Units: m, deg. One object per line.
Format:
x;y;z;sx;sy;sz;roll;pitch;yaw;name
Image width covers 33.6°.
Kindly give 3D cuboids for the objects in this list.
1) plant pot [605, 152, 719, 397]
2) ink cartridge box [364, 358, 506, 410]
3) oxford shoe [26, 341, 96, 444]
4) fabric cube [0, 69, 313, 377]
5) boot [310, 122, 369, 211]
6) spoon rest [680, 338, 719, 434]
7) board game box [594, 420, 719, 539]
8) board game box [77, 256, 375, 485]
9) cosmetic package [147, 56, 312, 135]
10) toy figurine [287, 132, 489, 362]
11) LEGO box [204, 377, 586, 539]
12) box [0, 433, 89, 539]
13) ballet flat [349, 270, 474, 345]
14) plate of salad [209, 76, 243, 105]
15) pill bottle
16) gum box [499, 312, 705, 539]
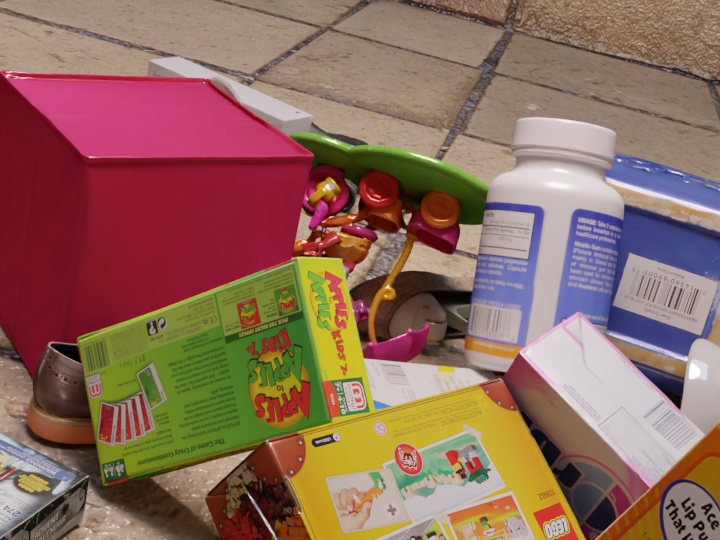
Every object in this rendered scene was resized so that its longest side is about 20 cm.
0.273;0.010;1.066;0.199;0.201;0.180;19;7;18;plant pot
0.072;0.127;0.899;0.199;0.068;0.116;7;23;-15;ink cartridge box
-0.143;0.079;0.884;0.199;0.073;0.071;-4;26;-36;oxford shoe
-0.182;-0.036;0.972;0.195;0.201;0.200;-5;28;-34;fabric cube
-0.083;-0.137;1.447;0.199;0.068;0.131;16;28;12;boot
0.261;0.142;0.898;0.060;0.100;0.201;-11;46;27;spoon rest
0.194;0.207;0.493;0.199;0.200;0.201;9;41;-36;board game box
-0.091;0.068;0.764;0.199;0.102;0.048;-19;-11;34;board game box
-0.150;-0.123;1.258;0.199;0.152;0.052;27;26;31;cosmetic package
0.000;0.000;1.015;0.199;0.185;0.150;19;-13;2;toy figurine
0.032;0.161;0.700;0.199;0.077;0.150;-8;64;-42;LEGO box
-0.288;0.130;0.730;0.199;0.040;0.137;21;25;17;box
0.075;0.038;1.118;0.199;0.068;0.067;-6;35;-35;ballet flat
-0.115;-0.079;1.107;0.048;0.201;0.200;-10;30;-23;plate of salad
0.151;-0.016;0.959;0.111;0.201;0.112;9;-1;0;pill bottle
0.170;0.141;0.772;0.066;0.114;0.200;-28;64;-35;gum box
